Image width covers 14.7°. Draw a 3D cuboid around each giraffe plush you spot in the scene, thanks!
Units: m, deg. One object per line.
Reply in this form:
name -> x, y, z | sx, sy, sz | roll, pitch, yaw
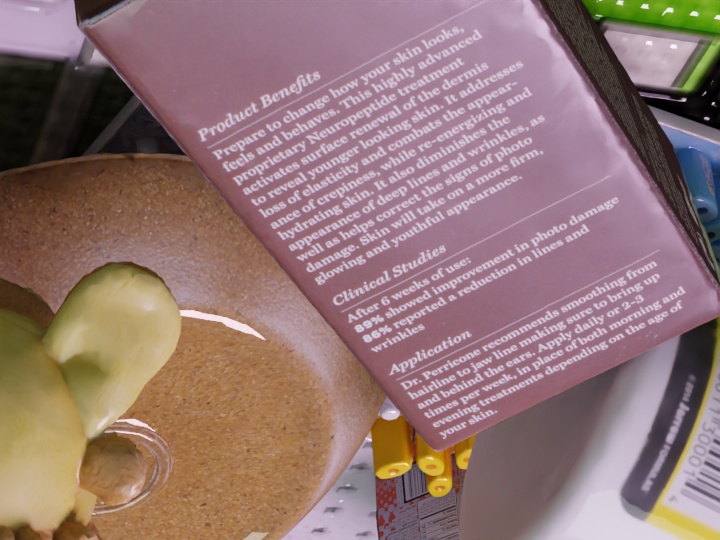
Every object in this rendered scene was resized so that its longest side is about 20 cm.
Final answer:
giraffe plush -> -0.136, 0.027, 0.721 | 0.161, 0.201, 0.173 | 19, 131, -11

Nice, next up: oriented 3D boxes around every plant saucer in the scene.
plant saucer -> -0.081, 0.049, 0.851 | 0.199, 0.036, 0.201 | -10, 136, -9

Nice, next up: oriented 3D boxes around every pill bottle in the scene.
pill bottle -> 0.141, 0.083, 0.857 | 0.199, 0.115, 0.114 | 27, 138, -14

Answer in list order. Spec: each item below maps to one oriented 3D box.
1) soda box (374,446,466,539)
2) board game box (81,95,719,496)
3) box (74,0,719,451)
soda box -> 0.105, 0.081, 0.986 | 0.199, 0.064, 0.068 | -22, 143, 25
board game box -> 0.000, 0.000, 0.884 | 0.199, 0.026, 0.200 | 16, 141, -29
box -> 0.012, -0.047, 0.741 | 0.100, 0.075, 0.200 | -26, 137, 12
